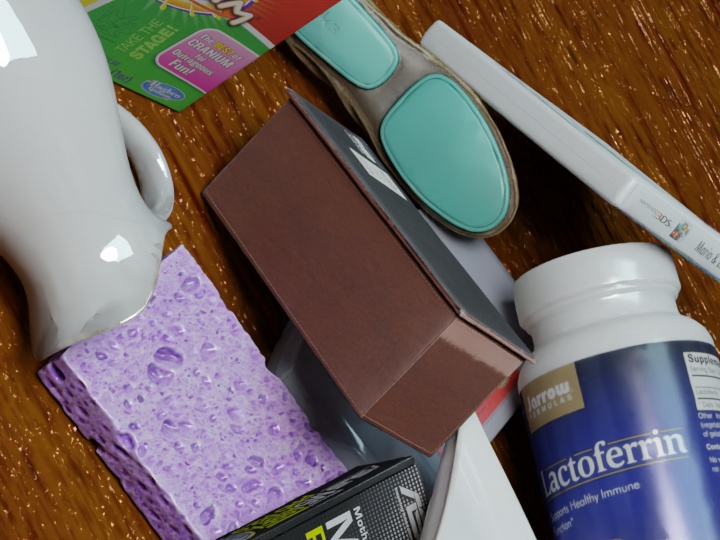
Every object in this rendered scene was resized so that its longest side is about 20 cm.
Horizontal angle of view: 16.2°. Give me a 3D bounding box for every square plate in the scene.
[{"bbox_3d":[0.069,0.200,1.303,0.200,0.028,0.199,-71,140,-59],"label":"square plate"}]

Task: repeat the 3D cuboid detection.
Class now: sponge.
[{"bbox_3d":[-0.071,0.097,1.315,0.200,0.030,0.112,53,45,-8],"label":"sponge"}]

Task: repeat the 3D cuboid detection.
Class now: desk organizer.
[{"bbox_3d":[0.000,0.000,1.345,0.072,0.077,0.200,33,16,-47],"label":"desk organizer"}]

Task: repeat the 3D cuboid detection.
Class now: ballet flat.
[{"bbox_3d":[0.021,-0.102,1.470,0.200,0.068,0.072,45,6,3],"label":"ballet flat"}]

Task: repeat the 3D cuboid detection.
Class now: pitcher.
[{"bbox_3d":[-0.166,-0.080,1.270,0.200,0.121,0.172,59,22,-17],"label":"pitcher"}]

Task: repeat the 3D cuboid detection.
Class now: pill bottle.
[{"bbox_3d":[0.152,0.092,1.418,0.115,0.116,0.201,3,67,-42],"label":"pill bottle"}]

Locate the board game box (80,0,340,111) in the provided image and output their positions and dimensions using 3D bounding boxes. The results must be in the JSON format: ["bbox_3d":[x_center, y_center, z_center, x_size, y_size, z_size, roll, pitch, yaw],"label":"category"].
[{"bbox_3d":[-0.094,-0.165,1.304,0.153,0.200,0.040,23,55,-32],"label":"board game box"}]

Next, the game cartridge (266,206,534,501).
[{"bbox_3d":[0.028,0.047,1.431,0.133,0.041,0.200,50,44,-6],"label":"game cartridge"}]

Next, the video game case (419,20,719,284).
[{"bbox_3d":[0.144,-0.060,1.487,0.182,0.024,0.200,31,10,-46],"label":"video game case"}]

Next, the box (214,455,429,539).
[{"bbox_3d":[-0.005,0.213,1.275,0.160,0.044,0.201,-21,96,-50],"label":"box"}]
